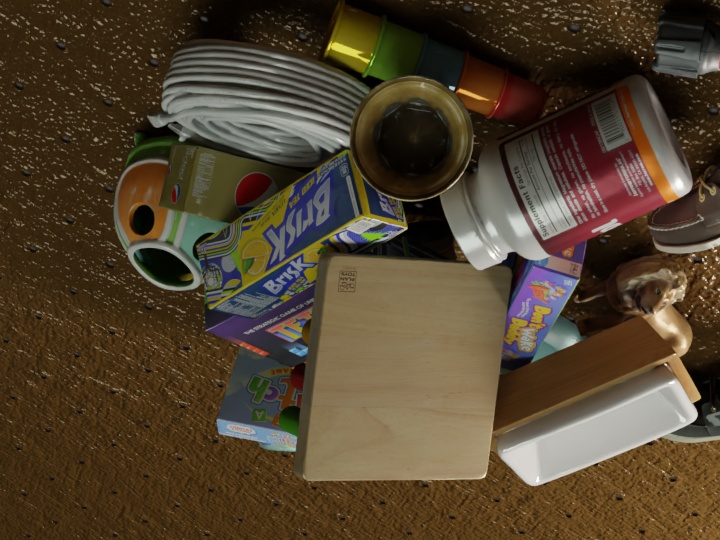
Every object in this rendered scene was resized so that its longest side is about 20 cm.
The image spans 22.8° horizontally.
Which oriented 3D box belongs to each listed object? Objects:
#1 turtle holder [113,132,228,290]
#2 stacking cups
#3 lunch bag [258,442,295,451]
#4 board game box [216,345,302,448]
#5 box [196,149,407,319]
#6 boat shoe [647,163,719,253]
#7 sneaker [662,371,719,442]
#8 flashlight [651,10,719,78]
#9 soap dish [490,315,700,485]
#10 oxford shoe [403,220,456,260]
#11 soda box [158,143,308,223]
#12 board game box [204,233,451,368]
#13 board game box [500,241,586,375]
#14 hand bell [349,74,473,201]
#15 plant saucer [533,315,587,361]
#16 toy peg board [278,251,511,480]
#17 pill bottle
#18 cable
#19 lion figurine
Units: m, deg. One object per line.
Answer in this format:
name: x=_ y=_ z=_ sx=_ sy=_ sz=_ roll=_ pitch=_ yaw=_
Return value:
turtle holder: x=-0.174 y=-0.044 z=1.781 sx=0.140 sy=0.132 sz=0.186 roll=10 pitch=147 yaw=9
stacking cups: x=0.065 y=-0.172 z=1.549 sx=0.199 sy=0.061 sz=0.061 roll=21 pitch=147 yaw=-8
lunch bag: x=-0.019 y=0.123 z=1.979 sx=0.199 sy=0.123 sz=0.171 roll=5 pitch=145 yaw=3
board game box: x=-0.051 y=0.093 z=1.869 sx=0.150 sy=0.201 sz=0.037 roll=10 pitch=147 yaw=9
box: x=-0.055 y=-0.030 z=1.604 sx=0.199 sy=0.070 sz=0.064 roll=-30 pitch=153 yaw=33
boat shoe: x=0.336 y=-0.072 z=1.577 sx=0.199 sy=0.072 sz=0.060 roll=-19 pitch=128 yaw=37
sneaker: x=0.382 y=0.123 z=1.856 sx=0.199 sy=0.075 sz=0.107 roll=4 pitch=142 yaw=2
flashlight: x=0.336 y=-0.170 z=1.429 sx=0.199 sy=0.068 sz=0.068 roll=9 pitch=148 yaw=10
soap dish: x=0.220 y=0.127 z=1.726 sx=0.199 sy=0.082 sz=0.157 roll=-25 pitch=154 yaw=10
oxford shoe: x=0.000 y=0.000 z=1.795 sx=0.199 sy=0.071 sz=0.072 roll=-3 pitch=119 yaw=17
soda box: x=-0.087 y=-0.068 z=1.698 sx=0.199 sy=0.064 sz=0.068 roll=13 pitch=180 yaw=-29
board game box: x=-0.026 y=0.027 z=1.726 sx=0.199 sy=0.057 sz=0.165 roll=-28 pitch=143 yaw=35
board game box: x=0.168 y=-0.001 z=1.693 sx=0.045 sy=0.135 sz=0.200 roll=17 pitch=148 yaw=-3
hand bell: x=0.050 y=-0.115 z=1.578 sx=0.103 sy=0.105 sz=0.200 roll=14 pitch=-176 yaw=4
plant saucer: x=0.157 y=0.094 z=1.942 sx=0.199 sy=0.028 sz=0.201 roll=11 pitch=146 yaw=7
toy peg board: x=0.020 y=0.083 z=1.634 sx=0.199 sy=0.201 sz=0.098 roll=3 pitch=-174 yaw=-32
pill bottle: x=0.175 y=-0.079 z=1.537 sx=0.199 sy=0.113 sz=0.113 roll=-24 pitch=134 yaw=16
cable: x=-0.078 y=-0.146 z=1.593 sx=0.199 sy=0.070 sz=0.200 roll=16 pitch=171 yaw=-15
lion figurine: x=0.289 y=0.047 z=1.788 sx=0.122 sy=0.073 sz=0.200 roll=-17 pitch=151 yaw=22
